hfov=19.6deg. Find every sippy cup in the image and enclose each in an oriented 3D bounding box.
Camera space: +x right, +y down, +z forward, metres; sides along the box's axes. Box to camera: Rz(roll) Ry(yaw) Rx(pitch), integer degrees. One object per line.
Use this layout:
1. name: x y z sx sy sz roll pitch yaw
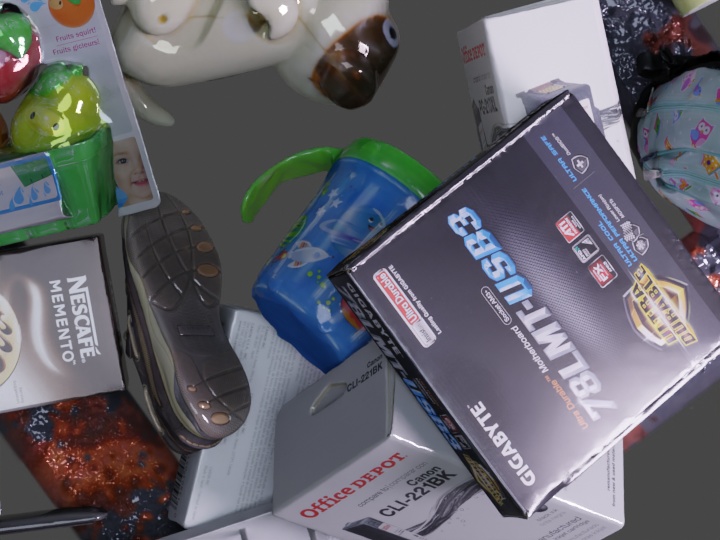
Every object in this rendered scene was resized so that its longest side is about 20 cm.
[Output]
1. sippy cup: 0.000 0.000 1.437 0.130 0.178 0.140 -45 123 -17

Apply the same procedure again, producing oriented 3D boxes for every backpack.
1. backpack: 0.277 -0.085 1.437 0.167 0.200 0.127 10 92 -5

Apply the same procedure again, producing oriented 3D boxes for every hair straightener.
1. hair straightener: -0.279 0.174 1.493 0.200 0.041 0.077 2 92 0

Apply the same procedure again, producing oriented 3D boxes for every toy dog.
1. toy dog: -0.070 -0.176 1.442 0.200 0.140 0.194 13 104 -4

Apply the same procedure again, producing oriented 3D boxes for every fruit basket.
1. fruit basket: -0.250 -0.116 1.426 0.185 0.094 0.200 -12 110 13

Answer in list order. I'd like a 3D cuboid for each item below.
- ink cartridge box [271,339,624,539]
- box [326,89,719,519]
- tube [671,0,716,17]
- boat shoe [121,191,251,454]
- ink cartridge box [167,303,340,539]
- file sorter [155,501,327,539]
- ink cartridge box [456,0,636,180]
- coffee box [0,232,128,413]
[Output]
1. ink cartridge box: 0.059 0.135 1.420 0.200 0.144 0.084 24 51 -26
2. box: 0.113 0.021 1.336 0.198 0.050 0.200 -38 96 -20
3. tube: 0.207 -0.281 1.502 0.058 0.052 0.200 -27 90 -41
4. boat shoe: -0.138 0.037 1.454 0.074 0.073 0.200 9 53 -36
5. ink cartridge box: -0.025 0.123 1.510 0.200 0.057 0.163 13 91 -23
6. file sorter: -0.101 0.269 1.440 0.200 0.125 0.139 -18 119 -4
7. ink cartridge box: 0.133 -0.085 1.453 0.084 0.145 0.200 -12 93 -5
8. coffee box: -0.269 0.045 1.462 0.200 0.080 0.113 -11 93 -4
